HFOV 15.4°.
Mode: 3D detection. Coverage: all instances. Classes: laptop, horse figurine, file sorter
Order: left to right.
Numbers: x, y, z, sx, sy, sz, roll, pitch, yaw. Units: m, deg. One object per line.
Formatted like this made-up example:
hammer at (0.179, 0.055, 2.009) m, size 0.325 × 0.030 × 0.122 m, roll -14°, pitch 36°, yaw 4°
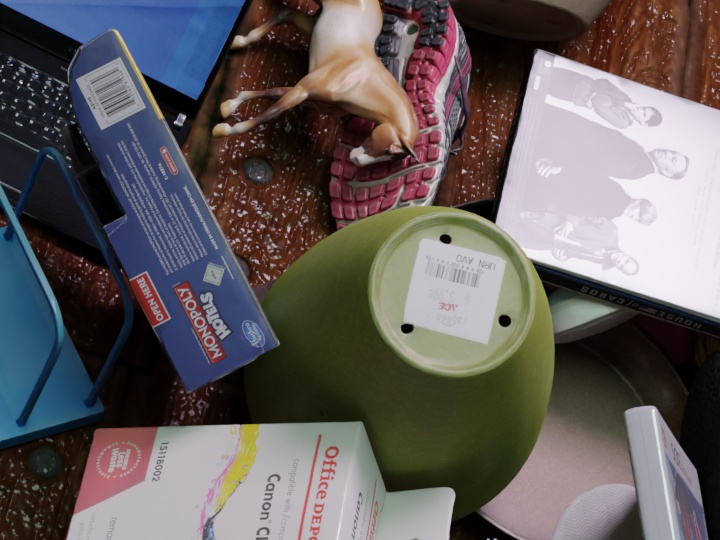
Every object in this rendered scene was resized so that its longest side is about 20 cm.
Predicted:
file sorter at (-0.249, 0.025, 1.531) m, size 0.199 × 0.123 × 0.139 m, roll -15°, pitch 64°, yaw -31°
laptop at (-0.181, -0.137, 1.686) m, size 0.177 × 0.103 × 0.201 m, roll 26°, pitch 51°, yaw -4°
horse figurine at (-0.029, -0.147, 1.762) m, size 0.132 × 0.050 × 0.201 m, roll -9°, pitch 48°, yaw 10°

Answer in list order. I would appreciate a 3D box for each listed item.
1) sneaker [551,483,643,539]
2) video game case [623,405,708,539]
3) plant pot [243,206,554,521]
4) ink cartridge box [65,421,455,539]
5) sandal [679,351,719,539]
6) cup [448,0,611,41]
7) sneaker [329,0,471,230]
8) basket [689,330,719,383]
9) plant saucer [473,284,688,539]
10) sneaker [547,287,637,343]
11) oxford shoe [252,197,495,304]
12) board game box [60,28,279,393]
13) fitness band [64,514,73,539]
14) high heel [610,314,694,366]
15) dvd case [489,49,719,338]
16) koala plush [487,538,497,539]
sneaker at (0.158, 0.232, 1.587) m, size 0.073 × 0.116 × 0.201 m, roll -10°, pitch 41°, yaw 8°
video game case at (0.190, 0.194, 1.538) m, size 0.023 × 0.182 × 0.201 m, roll -11°, pitch 72°, yaw 12°
plant pot at (0.034, 0.038, 1.519) m, size 0.186 × 0.200 × 0.188 m, roll 2°, pitch 74°, yaw -7°
ink cartridge box at (-0.055, 0.146, 1.458) m, size 0.199 × 0.068 × 0.117 m, roll -3°, pitch 48°, yaw 15°
sandal at (0.239, 0.144, 1.645) m, size 0.045 × 0.075 × 0.201 m, roll 4°, pitch 55°, yaw -18°
cup at (0.119, -0.243, 1.853) m, size 0.199 × 0.200 × 0.144 m, roll 12°, pitch 78°, yaw -15°
sneaker at (0.039, -0.090, 1.771) m, size 0.080 × 0.075 × 0.201 m, roll -1°, pitch 58°, yaw 29°
basket at (0.309, 0.069, 1.726) m, size 0.142 × 0.149 × 0.201 m, roll -4°, pitch 60°, yaw -26°
plant saucer at (0.121, 0.100, 1.696) m, size 0.199 × 0.035 × 0.201 m, roll 11°, pitch 54°, yaw -16°
sneaker at (0.181, -0.021, 1.726) m, size 0.199 × 0.074 × 0.082 m, roll -28°, pitch 81°, yaw -29°
oxford shoe at (0.000, 0.000, 1.671) m, size 0.199 × 0.073 × 0.071 m, roll -18°, pitch 45°, yaw -20°
board game box at (-0.119, -0.027, 1.561) m, size 0.061 × 0.200 × 0.201 m, roll -27°, pitch 87°, yaw -4°
fitness band at (-0.076, 0.180, 1.553) m, size 0.199 × 0.037 × 0.144 m, roll 13°, pitch 53°, yaw -17°
high heel at (0.173, -0.035, 1.772) m, size 0.067 × 0.096 × 0.201 m, roll -14°, pitch 64°, yaw -31°
dvd case at (0.186, -0.044, 1.685) m, size 0.199 × 0.025 × 0.151 m, roll 18°, pitch 63°, yaw -6°
koala plush at (0.057, 0.262, 1.472) m, size 0.183 × 0.178 × 0.201 m, roll 8°, pitch 56°, yaw 4°
